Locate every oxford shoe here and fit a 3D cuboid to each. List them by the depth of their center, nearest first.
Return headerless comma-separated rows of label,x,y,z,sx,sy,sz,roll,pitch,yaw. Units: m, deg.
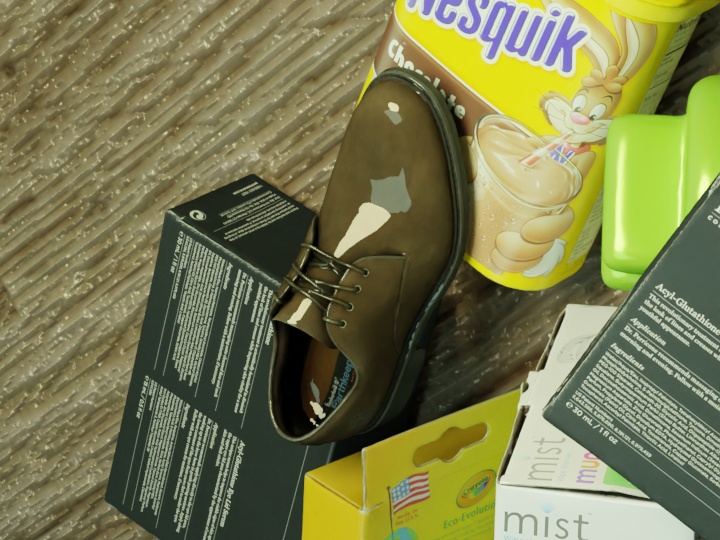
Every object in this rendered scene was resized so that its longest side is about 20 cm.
oxford shoe,0.000,0.000,1.308,0.072,0.084,0.201,24,117,28

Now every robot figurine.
robot figurine,0.206,-0.025,1.182,0.198,0.176,0.117,3,77,6

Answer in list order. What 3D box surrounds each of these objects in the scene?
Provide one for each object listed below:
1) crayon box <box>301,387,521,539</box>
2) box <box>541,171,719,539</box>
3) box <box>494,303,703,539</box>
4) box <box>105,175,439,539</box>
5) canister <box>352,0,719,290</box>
crayon box,0.029,0.157,1.429,0.051,0.126,0.201,28,124,42
box,0.197,0.057,1.095,0.200,0.079,0.141,38,126,4
box,0.120,0.137,1.284,0.096,0.200,0.178,7,113,12
box,-0.051,0.073,1.488,0.141,0.079,0.201,34,126,27
canister,0.081,-0.108,1.304,0.148,0.086,0.201,40,131,21
